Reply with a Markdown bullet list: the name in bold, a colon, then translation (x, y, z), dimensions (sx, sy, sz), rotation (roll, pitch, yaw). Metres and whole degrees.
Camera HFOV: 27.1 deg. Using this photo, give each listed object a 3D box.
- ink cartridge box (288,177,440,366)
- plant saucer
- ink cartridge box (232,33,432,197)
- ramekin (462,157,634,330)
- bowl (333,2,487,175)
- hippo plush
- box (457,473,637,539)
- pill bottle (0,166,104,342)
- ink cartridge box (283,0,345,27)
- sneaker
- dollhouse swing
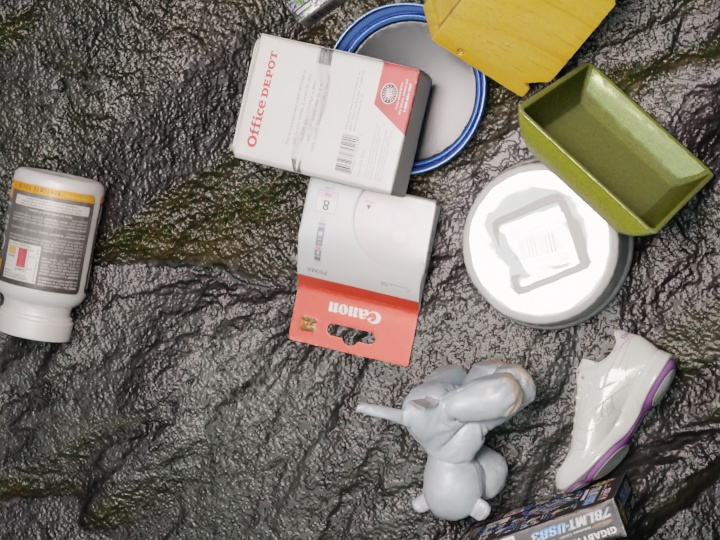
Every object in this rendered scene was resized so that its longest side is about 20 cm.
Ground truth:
- **ink cartridge box**: translation (0.000, 0.000, 1.790), dimensions (0.160, 0.057, 0.203), rotation (12, 90, 13)
- **plant saucer**: translation (0.275, -0.126, 1.660), dimensions (0.200, 0.200, 0.048), rotation (44, 128, 9)
- **ink cartridge box**: translation (-0.032, -0.179, 1.734), dimensions (0.197, 0.083, 0.149), rotation (15, 94, 14)
- **ramekin**: translation (0.210, -0.031, 1.710), dimensions (0.198, 0.098, 0.204), rotation (0, 91, 14)
- **bowl**: translation (0.054, -0.214, 1.775), dimensions (0.198, 0.039, 0.204), rotation (0, 91, 14)
- **hippo plush**: translation (0.124, 0.201, 1.700), dimensions (0.158, 0.199, 0.163), rotation (-6, 98, 35)
- **box**: translation (0.205, 0.289, 1.667), dimensions (0.196, 0.200, 0.050), rotation (-20, 87, 13)
- **pill bottle**: translation (-0.388, -0.020, 1.850), dimensions (0.115, 0.116, 0.203), rotation (12, 94, 13)
- **ink cartridge box**: translation (-0.078, -0.408, 1.798), dimensions (0.108, 0.050, 0.201), rotation (-33, 84, 12)
- **sneaker**: translation (0.277, 0.161, 1.722), dimensions (0.099, 0.075, 0.201), rotation (36, 96, 25)
- **dollhouse swing**: translation (0.183, -0.350, 1.694), dimensions (0.180, 0.177, 0.200), rotation (30, 128, -13)
